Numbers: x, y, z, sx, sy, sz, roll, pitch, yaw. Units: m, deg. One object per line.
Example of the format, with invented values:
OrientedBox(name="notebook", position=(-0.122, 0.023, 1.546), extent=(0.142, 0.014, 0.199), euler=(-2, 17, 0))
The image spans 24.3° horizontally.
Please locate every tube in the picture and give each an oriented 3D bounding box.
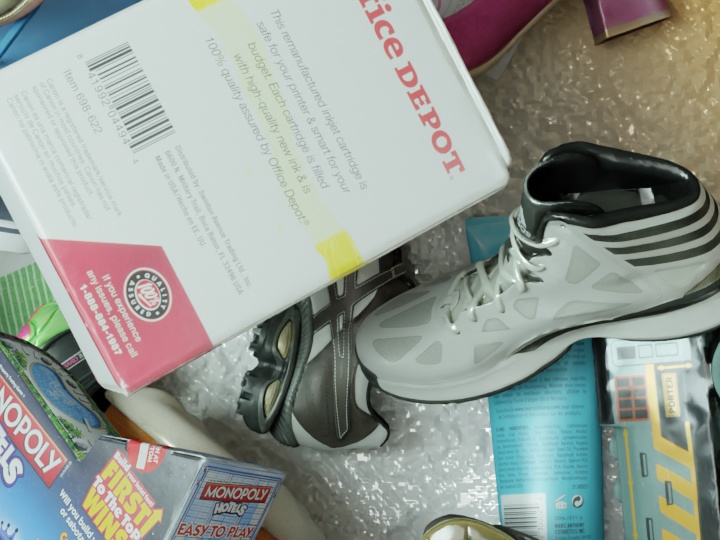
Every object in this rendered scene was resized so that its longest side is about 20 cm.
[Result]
OrientedBox(name="tube", position=(0.095, 0.068, 0.867), extent=(0.077, 0.050, 0.201), euler=(-4, 83, 16))

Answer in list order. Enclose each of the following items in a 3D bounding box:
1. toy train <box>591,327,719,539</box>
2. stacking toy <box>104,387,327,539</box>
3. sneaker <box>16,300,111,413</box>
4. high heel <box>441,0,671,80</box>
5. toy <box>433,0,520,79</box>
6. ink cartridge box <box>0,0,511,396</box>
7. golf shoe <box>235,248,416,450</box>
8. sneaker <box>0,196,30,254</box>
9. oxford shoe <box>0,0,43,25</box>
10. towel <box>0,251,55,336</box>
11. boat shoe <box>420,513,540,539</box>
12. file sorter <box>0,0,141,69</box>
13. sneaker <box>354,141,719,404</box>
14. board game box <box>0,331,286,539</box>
OrientedBox(name="toy train", position=(0.177, 0.101, 0.821), extent=(0.114, 0.085, 0.201), euler=(-6, 89, 32))
OrientedBox(name="stacking toy", position=(-0.126, 0.171, 0.864), extent=(0.146, 0.146, 0.200), euler=(36, 81, 17))
OrientedBox(name="sneaker", position=(-0.178, 0.117, 0.942), extent=(0.084, 0.077, 0.200), euler=(22, 111, 1))
OrientedBox(name="high heel", position=(0.055, -0.145, 0.849), extent=(0.200, 0.067, 0.096), euler=(-18, 91, -13))
OrientedBox(name="toy", position=(0.013, -0.200, 0.876), extent=(0.200, 0.047, 0.115), euler=(27, 99, -19))
OrientedBox(name="ink cartridge box", position=(-0.055, -0.055, 0.746), extent=(0.200, 0.083, 0.145), euler=(-28, 94, -14))
OrientedBox(name="golf shoe", position=(0.000, 0.000, 0.895), extent=(0.094, 0.078, 0.201), euler=(15, 96, 1))
OrientedBox(name="sneaker", position=(-0.250, -0.076, 0.952), extent=(0.200, 0.078, 0.080), euler=(25, 103, 22))
OrientedBox(name="oxford shoe", position=(-0.230, -0.151, 0.826), extent=(0.200, 0.074, 0.071), euler=(4, 105, 41))
OrientedBox(name="towel", position=(-0.221, -0.019, 0.992), extent=(0.152, 0.023, 0.200), euler=(-24, 82, 19))
OrientedBox(name="boat shoe", position=(0.111, 0.180, 0.799), extent=(0.201, 0.066, 0.072), euler=(36, 104, -2))
OrientedBox(name="file sorter", position=(-0.125, -0.141, 0.876), extent=(0.123, 0.139, 0.200), euler=(-39, 76, 45))
OrientedBox(name="sneaker", position=(0.073, -0.008, 0.786), extent=(0.200, 0.115, 0.076), euler=(-17, 48, 19))
OrientedBox(name="board game box", position=(-0.137, 0.132, 0.788), extent=(0.200, 0.062, 0.200), euler=(-52, 55, 13))
